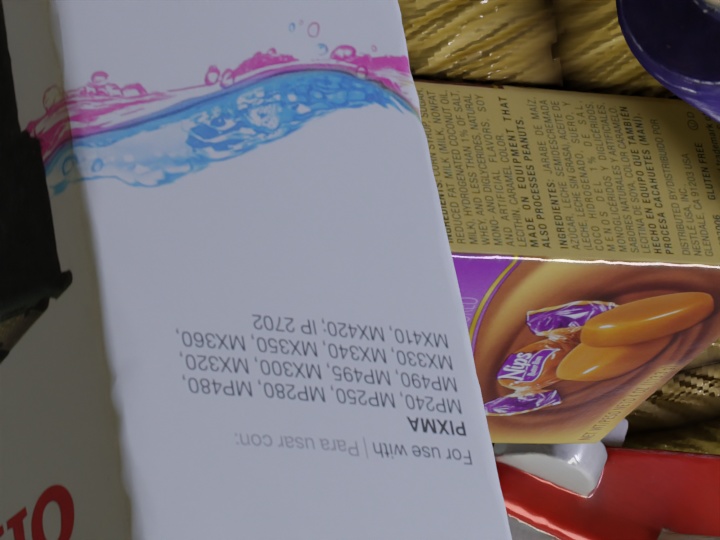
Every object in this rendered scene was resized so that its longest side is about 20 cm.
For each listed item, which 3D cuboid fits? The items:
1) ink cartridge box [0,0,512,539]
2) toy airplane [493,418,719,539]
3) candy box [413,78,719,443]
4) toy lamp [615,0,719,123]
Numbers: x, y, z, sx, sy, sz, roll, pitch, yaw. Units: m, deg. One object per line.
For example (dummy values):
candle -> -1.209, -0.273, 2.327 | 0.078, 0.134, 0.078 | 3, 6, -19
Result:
ink cartridge box -> -0.058, -0.004, 0.573 | 0.083, 0.201, 0.146 | 7, 149, -34
toy airplane -> 0.114, 0.106, 0.944 | 0.198, 0.142, 0.200 | 0, 175, 24
candy box -> 0.000, 0.000, 0.779 | 0.199, 0.057, 0.117 | 3, 152, -25
toy lamp -> 0.069, -0.086, 0.627 | 0.058, 0.058, 0.200 | -16, 152, 11
